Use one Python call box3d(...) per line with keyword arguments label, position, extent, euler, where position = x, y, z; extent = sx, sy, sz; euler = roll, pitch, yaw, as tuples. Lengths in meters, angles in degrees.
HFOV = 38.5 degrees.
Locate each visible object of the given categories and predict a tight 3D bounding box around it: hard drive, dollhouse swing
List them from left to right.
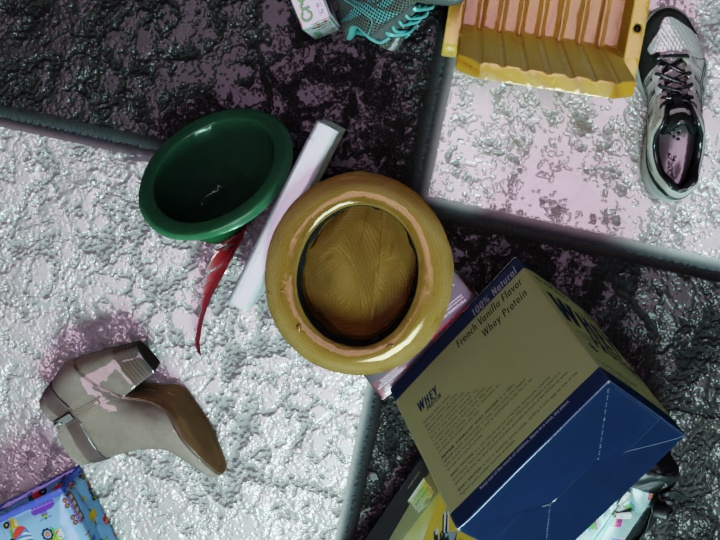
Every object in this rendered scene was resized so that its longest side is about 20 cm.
box3d(label="hard drive", position=(-0.075, -0.061, 1.074), extent=(0.026, 0.132, 0.202), euler=(27, 99, -2))
box3d(label="dollhouse swing", position=(0.187, -0.267, 1.007), extent=(0.197, 0.176, 0.184), euler=(10, 99, 3))

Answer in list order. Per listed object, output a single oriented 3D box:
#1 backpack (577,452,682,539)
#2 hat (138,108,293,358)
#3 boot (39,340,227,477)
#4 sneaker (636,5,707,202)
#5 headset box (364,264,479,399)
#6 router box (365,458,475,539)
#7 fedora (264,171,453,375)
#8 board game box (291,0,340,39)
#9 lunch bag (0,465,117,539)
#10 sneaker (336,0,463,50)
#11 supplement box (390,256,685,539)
box3d(label="backpack", position=(0.241, 0.242, 1.095), extent=(0.126, 0.167, 0.201), euler=(33, 111, 5))
box3d(label="hat", position=(-0.138, -0.052, 1.131), extent=(0.198, 0.177, 0.167), euler=(-24, 52, 4))
box3d(label="boot", position=(-0.261, 0.178, 1.160), extent=(0.145, 0.070, 0.201), euler=(-33, 94, 14))
box3d(label="sneaker", position=(0.326, -0.171, 1.055), extent=(0.075, 0.088, 0.203), euler=(-5, 96, 6))
box3d(label="headset box", position=(0.033, 0.026, 1.108), extent=(0.148, 0.077, 0.201), euler=(-38, 93, 8))
box3d(label="router box", position=(0.065, 0.332, 1.109), extent=(0.052, 0.157, 0.201), euler=(26, 101, -37))
box3d(label="fedora", position=(0.000, 0.000, 1.027), extent=(0.198, 0.082, 0.203), euler=(1, 102, 4))
box3d(label="board game box", position=(-0.075, -0.338, 1.039), extent=(0.034, 0.126, 0.202), euler=(-21, 96, 6))
box3d(label="lunch bag", position=(-0.380, 0.340, 1.161), extent=(0.198, 0.094, 0.152), euler=(-26, 96, 0))
box3d(label="sneaker", position=(0.041, -0.266, 1.031), extent=(0.077, 0.199, 0.092), euler=(-18, 113, -30))
box3d(label="supplement box", position=(0.165, 0.139, 1.016), extent=(0.134, 0.200, 0.200), euler=(33, 107, -35))
